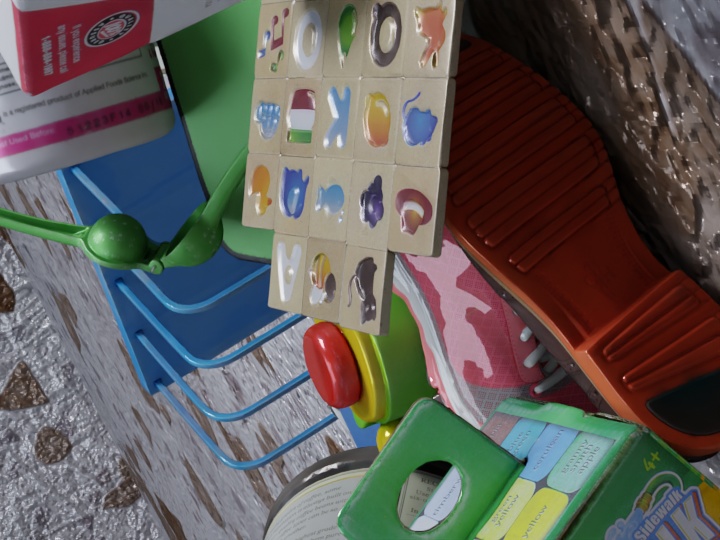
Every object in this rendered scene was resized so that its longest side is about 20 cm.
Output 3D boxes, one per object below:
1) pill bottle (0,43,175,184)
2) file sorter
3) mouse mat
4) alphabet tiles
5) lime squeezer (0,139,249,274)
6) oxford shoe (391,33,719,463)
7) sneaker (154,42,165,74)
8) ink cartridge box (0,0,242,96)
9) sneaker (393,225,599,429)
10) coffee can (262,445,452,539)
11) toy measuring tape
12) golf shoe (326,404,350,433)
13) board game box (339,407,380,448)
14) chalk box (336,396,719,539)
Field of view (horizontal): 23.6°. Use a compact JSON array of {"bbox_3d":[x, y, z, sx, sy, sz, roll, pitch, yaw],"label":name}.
[{"bbox_3d":[-0.170,-0.149,0.844,0.113,0.113,0.200,-170,63,-70],"label":"pill bottle"},{"bbox_3d":[-0.071,0.000,1.030,0.123,0.139,0.200,43,156,41],"label":"file sorter"},{"bbox_3d":[-0.029,-0.081,0.831,0.161,0.008,0.200,9,129,33],"label":"mouse mat"},{"bbox_3d":[-0.006,-0.078,0.704,0.166,0.006,0.200,10,95,60],"label":"alphabet tiles"},{"bbox_3d":[-0.117,-0.027,0.886,0.071,0.200,0.038,55,-146,-43],"label":"lime squeezer"},{"bbox_3d":[0.075,-0.005,0.684,0.200,0.071,0.073,56,168,14],"label":"oxford shoe"},{"bbox_3d":[-0.157,-0.182,1.130,0.200,0.067,0.090,27,136,63],"label":"sneaker"},{"bbox_3d":[-0.033,-0.150,0.526,0.086,0.200,0.148,59,164,9],"label":"ink cartridge box"},{"bbox_3d":[0.061,0.010,0.752,0.200,0.074,0.087,54,144,-1],"label":"sneaker"},{"bbox_3d":[0.006,0.199,0.801,0.200,0.146,0.147,-72,-34,-57],"label":"coffee can"},{"bbox_3d":[0.000,0.000,0.801,0.074,0.073,0.200,17,124,68],"label":"toy measuring tape"},{"bbox_3d":[0.042,0.092,0.968,0.094,0.078,0.200,36,161,44],"label":"golf shoe"},{"bbox_3d":[0.078,0.111,0.889,0.158,0.039,0.200,-4,118,44],"label":"board game box"},{"bbox_3d":[0.085,0.132,0.665,0.200,0.124,0.124,39,170,-16],"label":"chalk box"}]
